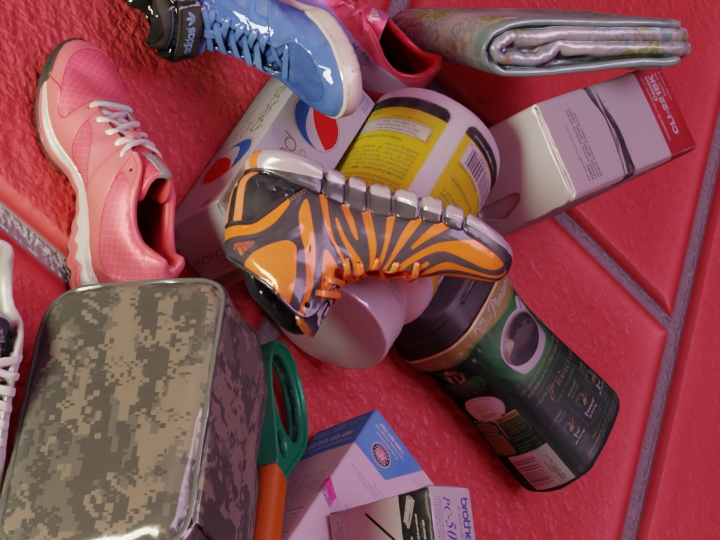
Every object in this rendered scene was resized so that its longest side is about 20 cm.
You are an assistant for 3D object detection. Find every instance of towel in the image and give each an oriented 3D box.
[{"bbox_3d":[0.146,-0.188,1.610,0.199,0.171,0.049,-3,100,-25],"label":"towel"}]

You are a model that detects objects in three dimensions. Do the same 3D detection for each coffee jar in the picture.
[{"bbox_3d":[0.109,0.073,1.540,0.200,0.085,0.105,48,51,-20],"label":"coffee jar"}]

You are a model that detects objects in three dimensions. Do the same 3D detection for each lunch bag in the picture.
[{"bbox_3d":[-0.126,0.128,1.230,0.168,0.138,0.201,59,31,-53],"label":"lunch bag"}]

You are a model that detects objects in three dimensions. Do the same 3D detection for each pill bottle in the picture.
[{"bbox_3d":[0.017,-0.031,1.467,0.114,0.114,0.200,46,52,-20],"label":"pill bottle"}]

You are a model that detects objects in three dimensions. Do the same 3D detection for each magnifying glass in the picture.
[{"bbox_3d":[-0.060,0.125,1.336,0.201,0.022,0.080,-89,161,-54],"label":"magnifying glass"}]

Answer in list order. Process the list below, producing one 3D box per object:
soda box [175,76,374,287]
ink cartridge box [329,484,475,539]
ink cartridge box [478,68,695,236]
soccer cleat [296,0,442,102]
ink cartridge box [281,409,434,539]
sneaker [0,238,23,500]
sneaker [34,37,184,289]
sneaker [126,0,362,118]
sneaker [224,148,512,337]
[{"bbox_3d":[-0.065,-0.076,1.442,0.064,0.068,0.200,49,43,-18],"label":"soda box"},{"bbox_3d":[0.036,0.247,1.274,0.044,0.094,0.201,10,67,-45],"label":"ink cartridge box"},{"bbox_3d":[0.160,-0.091,1.627,0.200,0.144,0.084,-23,88,-50],"label":"ink cartridge box"},{"bbox_3d":[-0.023,-0.200,1.538,0.200,0.076,0.067,37,48,-29],"label":"soccer cleat"},{"bbox_3d":[-0.020,0.207,1.355,0.115,0.068,0.200,53,42,-15],"label":"ink cartridge box"},{"bbox_3d":[-0.239,0.079,1.179,0.076,0.080,0.201,13,64,-44],"label":"sneaker"},{"bbox_3d":[-0.158,-0.069,1.328,0.073,0.087,0.201,0,71,-47],"label":"sneaker"},{"bbox_3d":[-0.092,-0.167,1.404,0.111,0.077,0.200,-22,58,-30],"label":"sneaker"},{"bbox_3d":[0.000,0.000,1.347,0.199,0.078,0.113,17,72,-3],"label":"sneaker"}]
